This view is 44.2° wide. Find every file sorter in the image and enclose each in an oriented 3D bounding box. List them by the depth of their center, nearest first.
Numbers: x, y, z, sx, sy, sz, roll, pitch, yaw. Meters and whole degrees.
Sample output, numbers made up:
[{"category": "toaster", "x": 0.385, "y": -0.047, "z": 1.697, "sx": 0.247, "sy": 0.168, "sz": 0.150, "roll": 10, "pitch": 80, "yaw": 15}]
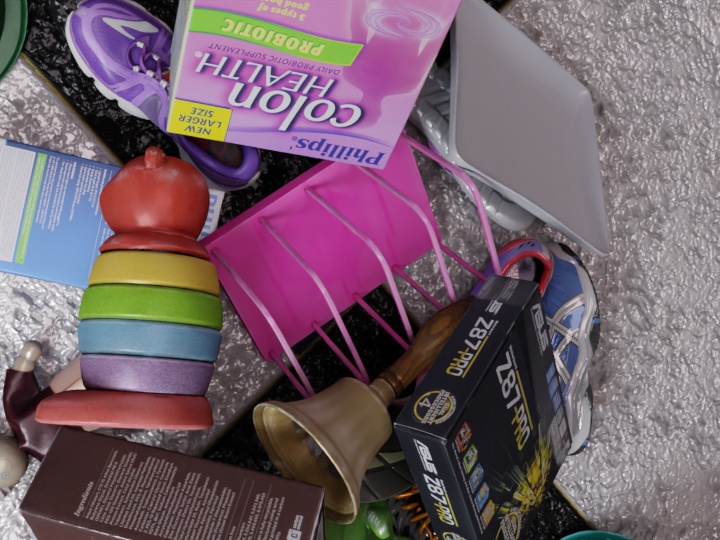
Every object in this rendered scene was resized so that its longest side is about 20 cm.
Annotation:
[{"category": "file sorter", "x": 0.000, "y": 0.000, "z": 0.728, "sx": 0.199, "sy": 0.125, "sz": 0.140, "roll": -34, "pitch": 131, "yaw": -13}]

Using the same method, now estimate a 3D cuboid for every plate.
[{"category": "plate", "x": 0.142, "y": -0.127, "z": 0.782, "sx": 0.199, "sy": 0.032, "sz": 0.201, "roll": 27, "pitch": 50, "yaw": -32}]

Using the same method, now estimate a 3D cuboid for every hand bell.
[{"category": "hand bell", "x": 0.026, "y": 0.082, "z": 0.667, "sx": 0.200, "sy": 0.104, "sz": 0.105, "roll": -39, "pitch": 102, "yaw": -30}]

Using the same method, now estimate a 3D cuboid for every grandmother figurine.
[{"category": "grandmother figurine", "x": -0.240, "y": 0.111, "z": 0.724, "sx": 0.200, "sy": 0.061, "sz": 0.122, "roll": -40, "pitch": 93, "yaw": -14}]

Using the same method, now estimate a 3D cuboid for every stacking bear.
[{"category": "stacking bear", "x": -0.157, "y": 0.013, "z": 0.660, "sx": 0.112, "sy": 0.121, "sz": 0.202, "roll": 0, "pitch": 81, "yaw": 16}]

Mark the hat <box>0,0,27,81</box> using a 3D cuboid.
[{"category": "hat", "x": -0.328, "y": -0.200, "z": 0.627, "sx": 0.164, "sy": 0.176, "sz": 0.202, "roll": -13, "pitch": 95, "yaw": -15}]

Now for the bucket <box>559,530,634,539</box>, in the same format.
[{"category": "bucket", "x": 0.235, "y": 0.353, "z": 0.825, "sx": 0.205, "sy": 0.135, "sz": 0.210, "roll": -1, "pitch": 92, "yaw": -17}]

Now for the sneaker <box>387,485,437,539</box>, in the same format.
[{"category": "sneaker", "x": 0.056, "y": 0.208, "z": 0.801, "sx": 0.078, "sy": 0.077, "sz": 0.201, "roll": -35, "pitch": 99, "yaw": -11}]

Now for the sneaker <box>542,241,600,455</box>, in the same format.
[{"category": "sneaker", "x": 0.174, "y": 0.073, "z": 0.832, "sx": 0.076, "sy": 0.076, "sz": 0.202, "roll": 1, "pitch": 86, "yaw": -14}]

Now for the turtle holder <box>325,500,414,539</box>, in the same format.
[{"category": "turtle holder", "x": -0.026, "y": 0.244, "z": 0.722, "sx": 0.130, "sy": 0.141, "sz": 0.188, "roll": -11, "pitch": 80, "yaw": 13}]

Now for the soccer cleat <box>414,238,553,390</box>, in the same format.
[{"category": "soccer cleat", "x": 0.109, "y": 0.060, "z": 0.799, "sx": 0.066, "sy": 0.076, "sz": 0.201, "roll": 32, "pitch": 94, "yaw": -1}]

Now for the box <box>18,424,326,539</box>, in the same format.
[{"category": "box", "x": -0.125, "y": 0.183, "z": 0.629, "sx": 0.198, "sy": 0.101, "sz": 0.075, "roll": 11, "pitch": 52, "yaw": 7}]

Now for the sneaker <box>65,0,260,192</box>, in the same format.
[{"category": "sneaker", "x": -0.152, "y": -0.151, "z": 0.729, "sx": 0.200, "sy": 0.083, "sz": 0.081, "roll": 43, "pitch": 80, "yaw": -12}]

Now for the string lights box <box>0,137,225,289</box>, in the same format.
[{"category": "string lights box", "x": -0.220, "y": -0.037, "z": 0.724, "sx": 0.198, "sy": 0.059, "sz": 0.104, "roll": 13, "pitch": 88, "yaw": -16}]

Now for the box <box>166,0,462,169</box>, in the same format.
[{"category": "box", "x": -0.036, "y": -0.187, "z": 0.633, "sx": 0.174, "sy": 0.201, "sz": 0.097, "roll": 8, "pitch": 49, "yaw": -18}]

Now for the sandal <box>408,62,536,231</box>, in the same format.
[{"category": "sandal", "x": 0.091, "y": -0.120, "z": 0.821, "sx": 0.082, "sy": 0.050, "sz": 0.203, "roll": -38, "pitch": 88, "yaw": -27}]

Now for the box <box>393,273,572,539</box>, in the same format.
[{"category": "box", "x": 0.104, "y": 0.131, "z": 0.700, "sx": 0.162, "sy": 0.049, "sz": 0.201, "roll": -52, "pitch": 138, "yaw": -35}]

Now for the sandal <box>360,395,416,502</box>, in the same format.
[{"category": "sandal", "x": 0.032, "y": 0.138, "z": 0.737, "sx": 0.199, "sy": 0.057, "sz": 0.081, "roll": -8, "pitch": 87, "yaw": -35}]
